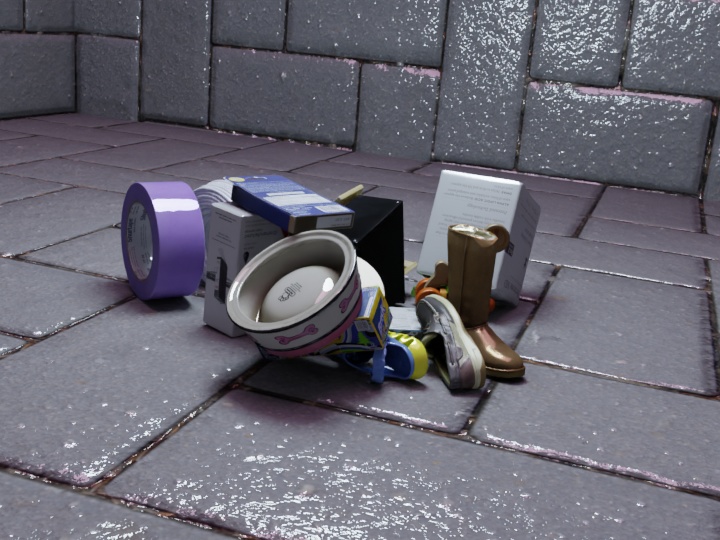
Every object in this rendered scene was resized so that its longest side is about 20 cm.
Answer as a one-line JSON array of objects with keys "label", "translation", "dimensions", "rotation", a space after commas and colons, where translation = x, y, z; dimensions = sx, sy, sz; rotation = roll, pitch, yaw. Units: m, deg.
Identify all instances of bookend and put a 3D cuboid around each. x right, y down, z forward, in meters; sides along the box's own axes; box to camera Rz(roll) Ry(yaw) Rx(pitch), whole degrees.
[{"label": "bookend", "translation": [0.000, 0.000, 1.574], "dimensions": [0.091, 0.204, 0.199], "rotation": [8, 27, 23]}]

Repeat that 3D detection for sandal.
[{"label": "sandal", "translation": [-0.038, 0.011, 1.426], "dimensions": [0.077, 0.070, 0.211], "rotation": [-31, 58, -28]}, {"label": "sandal", "translation": [0.002, 0.112, 1.342], "dimensions": [0.198, 0.081, 0.086], "rotation": [17, 23, 41]}]

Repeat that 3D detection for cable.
[{"label": "cable", "translation": [-0.246, -0.063, 1.651], "dimensions": [0.198, 0.204, 0.069], "rotation": [-8, 7, 45]}]

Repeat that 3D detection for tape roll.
[{"label": "tape roll", "translation": [-0.347, -0.053, 1.583], "dimensions": [0.084, 0.204, 0.199], "rotation": [-4, 18, -32]}]

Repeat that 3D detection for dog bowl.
[{"label": "dog bowl", "translation": [-0.084, 0.036, 1.267], "dimensions": [0.197, 0.074, 0.202], "rotation": [-17, 37, 13]}]

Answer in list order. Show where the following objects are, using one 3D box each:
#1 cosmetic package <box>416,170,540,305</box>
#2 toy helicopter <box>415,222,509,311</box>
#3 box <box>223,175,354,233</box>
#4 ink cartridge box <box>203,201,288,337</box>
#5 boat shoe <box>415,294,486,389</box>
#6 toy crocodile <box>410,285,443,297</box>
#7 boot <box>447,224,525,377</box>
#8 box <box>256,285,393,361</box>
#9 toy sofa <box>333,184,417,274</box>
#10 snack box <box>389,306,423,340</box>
[{"label": "cosmetic package", "translation": [0.225, -0.059, 1.708], "dimensions": [0.162, 0.204, 0.164], "rotation": [12, -7, 27]}, {"label": "toy helicopter", "translation": [0.184, 0.015, 1.493], "dimensions": [0.131, 0.201, 0.079], "rotation": [34, 13, -5]}, {"label": "box", "translation": [-0.117, -0.106, 1.421], "dimensions": [0.120, 0.033, 0.199], "rotation": [-7, 27, -42]}, {"label": "ink cartridge box", "translation": [-0.172, -0.007, 1.479], "dimensions": [0.083, 0.204, 0.143], "rotation": [22, 23, 39]}, {"label": "boat shoe", "translation": [0.121, 0.105, 1.364], "dimensions": [0.065, 0.073, 0.202], "rotation": [-6, 36, -21]}, {"label": "toy crocodile", "translation": [0.156, 0.062, 1.614], "dimensions": [0.066, 0.063, 0.199], "rotation": [-3, 13, -32]}, {"label": "boot", "translation": [0.188, 0.047, 1.391], "dimensions": [0.065, 0.204, 0.174], "rotation": [-9, 20, -42]}, {"label": "box", "translation": [-0.057, 0.077, 1.317], "dimensions": [0.197, 0.065, 0.071], "rotation": [-7, 38, 24]}, {"label": "toy sofa", "translation": [0.008, -0.051, 1.733], "dimensions": [0.097, 0.201, 0.083], "rotation": [-37, -2, 41]}, {"label": "snack box", "translation": [0.010, 0.091, 1.487], "dimensions": [0.196, 0.038, 0.116], "rotation": [4, 15, -6]}]
